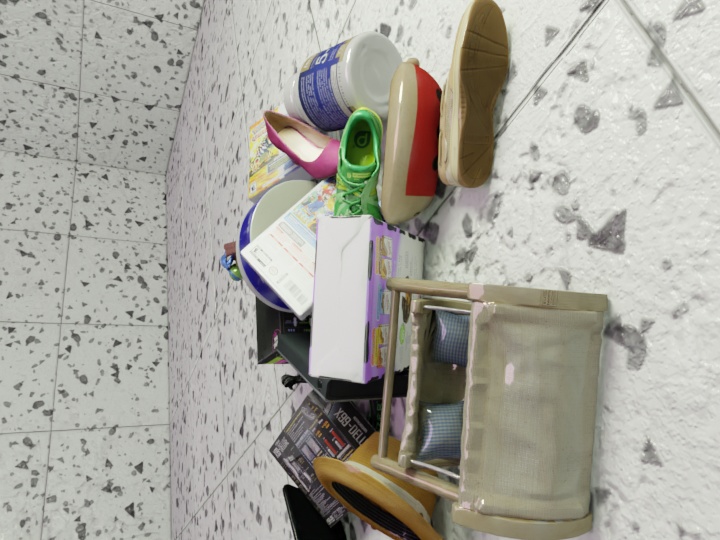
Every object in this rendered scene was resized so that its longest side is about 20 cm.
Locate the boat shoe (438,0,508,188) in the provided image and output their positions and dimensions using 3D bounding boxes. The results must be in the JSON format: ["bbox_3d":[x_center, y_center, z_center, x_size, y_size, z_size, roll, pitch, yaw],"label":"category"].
[{"bbox_3d":[0.119,-0.200,0.626,0.064,0.069,0.207,19,105,61],"label":"boat shoe"}]

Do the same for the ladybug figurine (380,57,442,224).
[{"bbox_3d":[0.066,-0.160,0.695,0.136,0.069,0.207,-81,-5,-71],"label":"ladybug figurine"}]

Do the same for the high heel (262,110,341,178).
[{"bbox_3d":[-0.085,-0.206,0.853,0.067,0.096,0.199,-45,36,-8],"label":"high heel"}]

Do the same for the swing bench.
[{"bbox_3d":[0.115,0.116,0.525,0.198,0.126,0.206,2,87,62],"label":"swing bench"}]

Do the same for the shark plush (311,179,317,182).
[{"bbox_3d":[-0.115,-0.146,1.045,0.083,0.088,0.207,74,-169,-84],"label":"shark plush"}]

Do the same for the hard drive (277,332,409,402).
[{"bbox_3d":[-0.026,0.132,0.787,0.199,0.136,0.034,24,108,61],"label":"hard drive"}]

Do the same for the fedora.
[{"bbox_3d":[0.036,0.258,0.656,0.083,0.200,0.200,-56,14,-29],"label":"fedora"}]

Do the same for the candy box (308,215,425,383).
[{"bbox_3d":[0.016,0.035,0.659,0.069,0.199,0.174,1,86,23],"label":"candy box"}]

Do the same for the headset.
[{"bbox_3d":[-0.043,0.201,0.861,0.198,0.092,0.128,19,103,51],"label":"headset"}]

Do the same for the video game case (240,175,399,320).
[{"bbox_3d":[-0.059,-0.044,0.798,0.143,0.199,0.018,41,164,23],"label":"video game case"}]

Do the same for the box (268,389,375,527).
[{"bbox_3d":[-0.047,0.278,0.820,0.158,0.049,0.202,46,134,13],"label":"box"}]

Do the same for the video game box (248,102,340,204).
[{"bbox_3d":[-0.126,-0.238,1.016,0.196,0.047,0.187,-25,53,27],"label":"video game box"}]

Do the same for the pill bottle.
[{"bbox_3d":[-0.034,-0.282,0.850,0.197,0.117,0.124,4,90,50],"label":"pill bottle"}]

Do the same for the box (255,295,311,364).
[{"bbox_3d":[-0.117,0.056,0.995,0.148,0.121,0.206,-36,56,57],"label":"box"}]

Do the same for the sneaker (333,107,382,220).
[{"bbox_3d":[-0.007,-0.118,0.744,0.084,0.072,0.207,-28,-61,-80],"label":"sneaker"}]

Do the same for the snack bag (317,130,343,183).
[{"bbox_3d":[-0.079,-0.165,1.064,0.199,0.021,0.195,-9,79,63],"label":"snack bag"}]

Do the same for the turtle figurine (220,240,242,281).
[{"bbox_3d":[-0.187,-0.039,1.203,0.196,0.198,0.144,-54,5,10],"label":"turtle figurine"}]

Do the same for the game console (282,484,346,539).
[{"bbox_3d":[-0.071,0.468,0.852,0.179,0.113,0.202,-68,32,30],"label":"game console"}]

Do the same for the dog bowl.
[{"bbox_3d":[-0.099,-0.039,0.892,0.078,0.195,0.207,-24,65,58],"label":"dog bowl"}]
